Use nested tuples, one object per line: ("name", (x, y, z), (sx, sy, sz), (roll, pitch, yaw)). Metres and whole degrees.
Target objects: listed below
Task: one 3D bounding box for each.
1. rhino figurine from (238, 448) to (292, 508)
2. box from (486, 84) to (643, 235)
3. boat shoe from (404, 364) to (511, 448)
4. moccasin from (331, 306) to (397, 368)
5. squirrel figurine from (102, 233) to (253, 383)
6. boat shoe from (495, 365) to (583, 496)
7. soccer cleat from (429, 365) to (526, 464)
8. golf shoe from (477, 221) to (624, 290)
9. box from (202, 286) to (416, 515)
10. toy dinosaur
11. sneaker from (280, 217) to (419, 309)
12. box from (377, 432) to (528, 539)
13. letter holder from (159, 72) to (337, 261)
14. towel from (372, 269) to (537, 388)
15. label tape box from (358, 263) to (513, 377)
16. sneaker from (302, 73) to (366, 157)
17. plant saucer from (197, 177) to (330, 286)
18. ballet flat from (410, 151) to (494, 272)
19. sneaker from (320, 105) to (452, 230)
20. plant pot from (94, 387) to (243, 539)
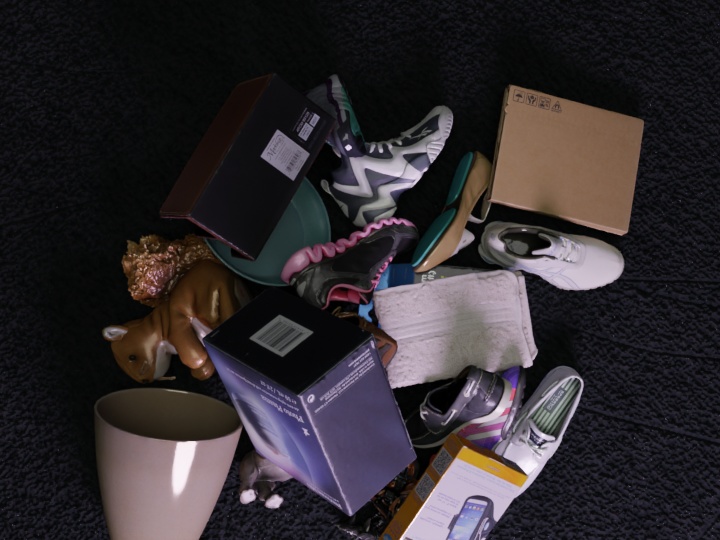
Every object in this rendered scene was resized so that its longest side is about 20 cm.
("rhino figurine", (-0.077, 0.233, 1.407), (0.200, 0.087, 0.060), (-34, 116, -3))
("box", (0.277, -0.148, 1.435), (0.200, 0.021, 0.164), (13, 81, -12))
("boat shoe", (0.108, 0.172, 1.368), (0.068, 0.200, 0.072), (26, 54, -21))
("moccasin", (-0.022, 0.085, 1.355), (0.078, 0.201, 0.074), (38, 87, -16))
("squirrel figurine", (-0.244, 0.051, 1.401), (0.186, 0.142, 0.200), (-23, 74, 8))
("boat shoe", (0.230, 0.215, 1.422), (0.073, 0.067, 0.200), (28, 87, 0))
("soccer cleat", (0.154, 0.200, 1.387), (0.073, 0.068, 0.200), (23, 121, 2))
("golf shoe", (0.259, -0.019, 1.418), (0.200, 0.097, 0.078), (9, 86, -3))
("box", (-0.060, 0.154, 1.275), (0.123, 0.200, 0.199), (-38, 127, -25))
("toy dinosaur", (0.043, 0.309, 1.405), (0.200, 0.102, 0.136), (38, 72, 16))
("sneaker", (0.000, 0.000, 1.367), (0.200, 0.079, 0.095), (-23, 68, -26))
("box", (0.110, 0.312, 1.352), (0.119, 0.041, 0.200), (29, 101, -30))
("letter holder", (-0.143, -0.125, 1.305), (0.101, 0.142, 0.200), (34, 78, -25))
("towel", (0.123, 0.074, 1.377), (0.200, 0.034, 0.133), (-10, 88, -2))
("label tape box", (0.097, 0.066, 1.426), (0.200, 0.063, 0.144), (5, 87, -2))
("sneaker", (-0.047, -0.185, 1.381), (0.087, 0.200, 0.074), (-22, 118, 5))
("plant saucer", (-0.133, -0.064, 1.399), (0.200, 0.036, 0.200), (17, 57, -27))
("ballet flat", (0.134, -0.069, 1.410), (0.063, 0.069, 0.200), (34, 66, -14))
("sneaker", (0.024, -0.161, 1.425), (0.130, 0.079, 0.199), (36, 97, -8))
("plant pot", (-0.257, 0.275, 1.365), (0.187, 0.187, 0.200), (10, 101, -1))
